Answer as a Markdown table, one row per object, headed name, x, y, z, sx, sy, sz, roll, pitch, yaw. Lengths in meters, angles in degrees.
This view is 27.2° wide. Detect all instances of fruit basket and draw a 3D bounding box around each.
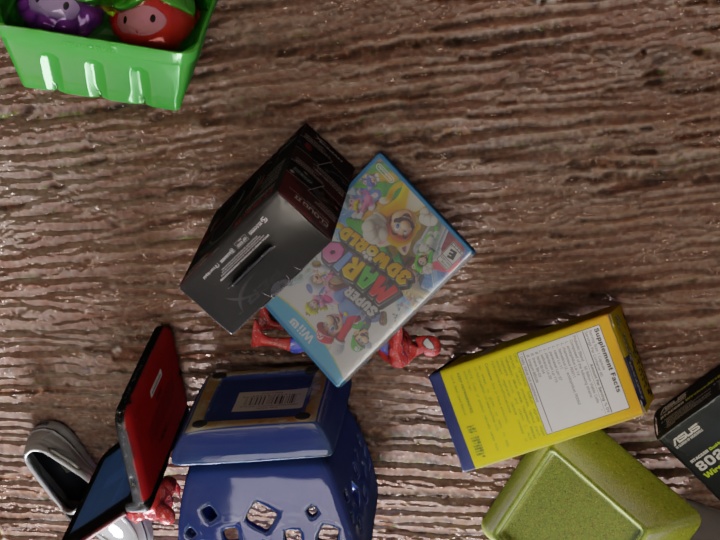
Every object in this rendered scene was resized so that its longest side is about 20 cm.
| name | x | y | z | sx | sy | sz | roll | pitch | yaw |
| --- | --- | --- | --- | --- | --- | --- | --- | --- | --- |
| fruit basket | -0.236 | -0.273 | 1.411 | 0.215 | 0.156 | 0.216 | 6 | 134 | 6 |

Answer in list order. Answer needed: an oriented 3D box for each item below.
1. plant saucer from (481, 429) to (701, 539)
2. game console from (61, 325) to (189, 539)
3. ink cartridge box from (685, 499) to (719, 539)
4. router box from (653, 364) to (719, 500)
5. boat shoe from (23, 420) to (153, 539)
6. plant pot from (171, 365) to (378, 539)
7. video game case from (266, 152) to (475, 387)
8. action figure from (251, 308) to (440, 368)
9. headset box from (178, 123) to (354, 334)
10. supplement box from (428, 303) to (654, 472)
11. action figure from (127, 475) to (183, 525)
| name | x | y | z | sx | sy | sz | roll | pitch | yaw |
| --- | --- | --- | --- | --- | --- | --- | --- | --- | --- |
| plant saucer | 0.235 | 0.278 | 1.610 | 0.200 | 0.048 | 0.200 | 41 | 119 | 23 |
| game console | -0.263 | 0.178 | 1.595 | 0.118 | 0.200 | 0.173 | -5 | 116 | 8 |
| ink cartridge box | 0.350 | 0.378 | 1.644 | 0.084 | 0.146 | 0.200 | 19 | 116 | -3 |
| router box | 0.434 | 0.157 | 1.570 | 0.150 | 0.062 | 0.200 | 43 | 114 | -12 |
| boat shoe | -0.320 | 0.266 | 1.722 | 0.074 | 0.065 | 0.200 | -36 | 107 | 21 |
| plant pot | -0.093 | 0.213 | 1.598 | 0.199 | 0.200 | 0.180 | -4 | 110 | 9 |
| video game case | 0.000 | 0.000 | 1.522 | 0.200 | 0.018 | 0.143 | -46 | 77 | 13 |
| action figure | -0.010 | 0.048 | 1.574 | 0.199 | 0.065 | 0.099 | 10 | 121 | 3 |
| headset box | -0.091 | -0.039 | 1.466 | 0.075 | 0.200 | 0.149 | 42 | 115 | -13 |
| supplement box | 0.189 | 0.120 | 1.543 | 0.200 | 0.109 | 0.109 | -20 | 89 | 17 |
| action figure | -0.231 | 0.244 | 1.627 | 0.065 | 0.200 | 0.052 | -37 | 104 | -12 |
